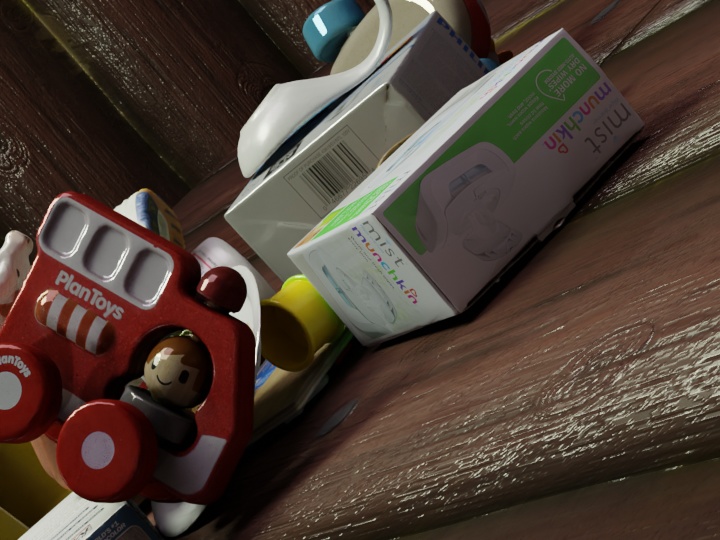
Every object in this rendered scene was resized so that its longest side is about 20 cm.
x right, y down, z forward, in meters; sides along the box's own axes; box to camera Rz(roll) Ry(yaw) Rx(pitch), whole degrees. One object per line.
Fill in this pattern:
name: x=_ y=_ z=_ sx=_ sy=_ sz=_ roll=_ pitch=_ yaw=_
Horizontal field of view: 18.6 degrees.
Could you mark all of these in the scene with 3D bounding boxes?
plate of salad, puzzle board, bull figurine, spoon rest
plate of salad: x=-0.121 y=0.090 z=1.571 sx=0.200 sy=0.048 sz=0.201 roll=-164 pitch=90 yaw=-70
puzzle board: x=-0.057 y=0.087 z=1.670 sx=0.151 sy=0.017 sz=0.200 roll=-37 pitch=9 yaw=35
bull figurine: x=-0.221 y=0.056 z=1.585 sx=0.065 sy=0.200 sz=0.121 roll=-2 pitch=22 yaw=29
spoon rest: x=-0.036 y=-0.156 z=1.855 sx=0.200 sy=0.061 sz=0.099 roll=-53 pitch=6 yaw=11

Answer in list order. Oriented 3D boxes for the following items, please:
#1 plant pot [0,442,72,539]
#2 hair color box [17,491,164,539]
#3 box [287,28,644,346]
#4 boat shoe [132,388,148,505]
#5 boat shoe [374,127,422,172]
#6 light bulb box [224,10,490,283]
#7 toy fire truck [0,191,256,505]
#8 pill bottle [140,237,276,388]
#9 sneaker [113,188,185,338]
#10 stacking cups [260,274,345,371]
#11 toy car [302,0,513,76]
plant pot: x=-0.367 y=0.214 z=1.864 sx=0.177 sy=0.200 sz=0.200 roll=-51 pitch=7 yaw=10
hair color box: x=-0.190 y=0.202 z=1.536 sx=0.100 sy=0.061 sz=0.200 roll=-41 pitch=8 yaw=-7
box: x=0.072 y=-0.052 z=1.532 sx=0.200 sy=0.097 sz=0.176 roll=-44 pitch=7 yaw=-20
boat shoe: x=-0.178 y=0.139 z=1.716 sx=0.200 sy=0.070 sz=0.070 roll=-48 pitch=10 yaw=13
boat shoe: x=0.087 y=-0.102 z=1.676 sx=0.200 sy=0.073 sz=0.065 roll=-25 pitch=4 yaw=-22
light bulb box: x=0.016 y=-0.092 z=1.871 sx=0.198 sy=0.125 sz=0.200 roll=-38 pitch=11 yaw=24
toy fire truck: x=-0.154 y=0.057 z=1.454 sx=0.168 sy=0.200 sz=0.112 roll=-65 pitch=-24 yaw=5
pill bottle: x=-0.159 y=0.076 z=1.851 sx=0.200 sy=0.112 sz=0.112 roll=-43 pitch=9 yaw=-8
sneaker: x=-0.189 y=0.024 z=1.790 sx=0.088 sy=0.075 sz=0.200 roll=-28 pitch=35 yaw=17
stacking cups: x=0.000 y=0.000 z=1.641 sx=0.200 sy=0.061 sz=0.060 roll=-39 pitch=5 yaw=-40
toy car: x=0.084 y=-0.196 z=2.072 sx=0.200 sy=0.185 sz=0.177 roll=-4 pitch=-34 yaw=-50
